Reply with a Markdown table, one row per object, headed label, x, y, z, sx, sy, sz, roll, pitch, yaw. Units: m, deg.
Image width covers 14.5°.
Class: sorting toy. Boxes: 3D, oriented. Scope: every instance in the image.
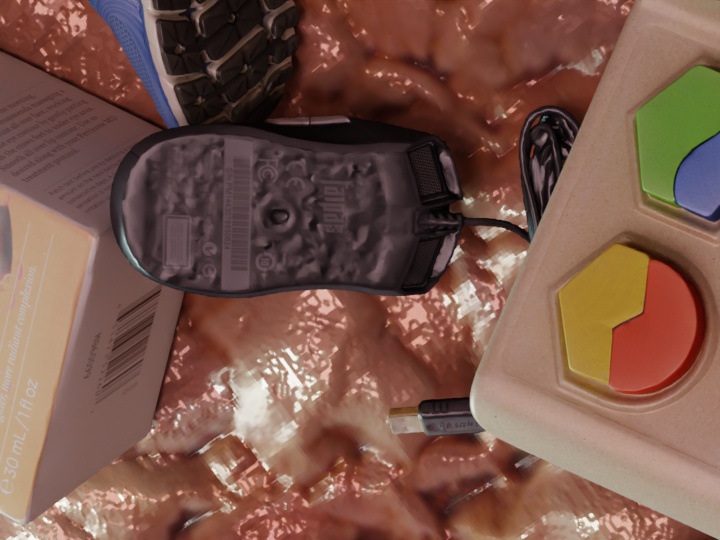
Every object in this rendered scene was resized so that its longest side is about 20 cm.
| label | x | y | z | sx | sy | sz | roll | pitch | yaw |
| --- | --- | --- | --- | --- | --- | --- | --- | --- | --- |
| sorting toy | 0.154 | 0.003 | 1.071 | 0.185 | 0.036 | 0.201 | 24 | 96 | 19 |

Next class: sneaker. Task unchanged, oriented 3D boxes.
| label | x | y | z | sx | sy | sz | roll | pitch | yaw |
| --- | --- | --- | --- | --- | --- | --- | --- | --- | --- |
| sneaker | -0.093 | -0.141 | 1.172 | 0.089 | 0.078 | 0.201 | 3 | 120 | 52 |

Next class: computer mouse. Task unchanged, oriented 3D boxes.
| label | x | y | z | sx | sy | sz | roll | pitch | yaw |
| --- | --- | --- | --- | --- | --- | --- | --- | --- | --- |
| computer mouse | 0.000 | 0.000 | 1.165 | 0.199 | 0.046 | 0.141 | -3 | 108 | 2 |

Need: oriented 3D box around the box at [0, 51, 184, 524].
| label | x | y | z | sx | sy | sz | roll | pitch | yaw |
| --- | --- | --- | --- | --- | --- | --- | --- | --- | --- |
| box | -0.186 | -0.010 | 1.247 | 0.199 | 0.106 | 0.153 | 25 | 120 | 17 |
